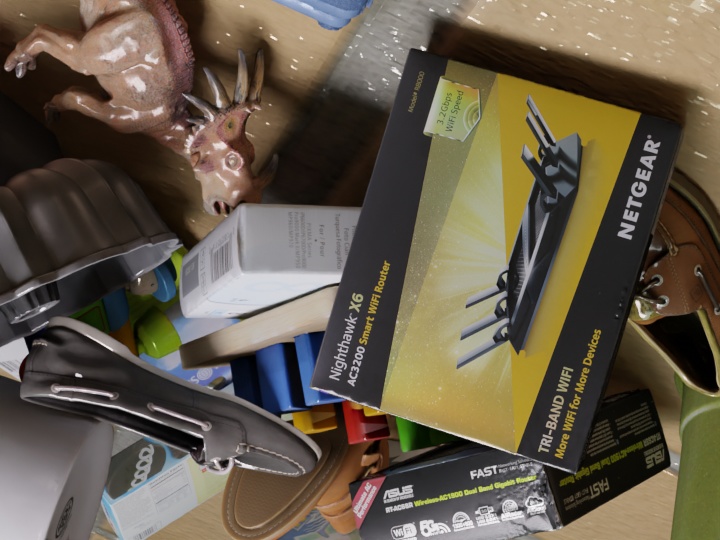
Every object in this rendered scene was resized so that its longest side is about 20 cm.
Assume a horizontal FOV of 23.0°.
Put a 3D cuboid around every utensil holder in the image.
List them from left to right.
[{"bbox_3d":[-0.285,0.139,1.181,0.200,0.170,0.170,17,153,5],"label":"utensil holder"}]

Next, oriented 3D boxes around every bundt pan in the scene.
[{"bbox_3d":[-0.215,-0.007,1.086,0.202,0.202,0.076,-31,84,58],"label":"bundt pan"}]

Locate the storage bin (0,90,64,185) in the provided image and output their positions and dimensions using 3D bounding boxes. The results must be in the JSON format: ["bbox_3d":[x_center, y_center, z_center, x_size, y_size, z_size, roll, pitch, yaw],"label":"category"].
[{"bbox_3d":[-0.293,-0.046,1.196,0.134,0.200,0.146,33,-163,-38],"label":"storage bin"}]

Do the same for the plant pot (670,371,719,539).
[{"bbox_3d":[0.278,0.169,1.160,0.200,0.190,0.200,18,152,10],"label":"plant pot"}]

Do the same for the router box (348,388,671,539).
[{"bbox_3d":[0.107,0.141,1.224,0.150,0.062,0.200,-17,178,31],"label":"router box"}]

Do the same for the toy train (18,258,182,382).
[{"bbox_3d":[-0.179,0.070,1.288,0.085,0.116,0.200,38,150,36],"label":"toy train"}]

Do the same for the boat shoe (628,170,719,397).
[{"bbox_3d":[0.181,0.002,1.060,0.072,0.068,0.200,-7,140,47],"label":"boat shoe"}]

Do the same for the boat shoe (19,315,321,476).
[{"bbox_3d":[-0.125,0.098,1.145,0.200,0.057,0.067,26,156,-6],"label":"boat shoe"}]

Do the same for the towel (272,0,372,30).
[{"bbox_3d":[-0.027,-0.200,0.871,0.112,0.049,0.200,23,154,-2],"label":"towel"}]

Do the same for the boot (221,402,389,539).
[{"bbox_3d":[-0.029,0.163,1.371,0.074,0.200,0.155,24,148,24],"label":"boot"}]

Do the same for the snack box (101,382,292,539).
[{"bbox_3d":[-0.116,0.139,1.414,0.037,0.200,0.116,53,165,21],"label":"snack box"}]

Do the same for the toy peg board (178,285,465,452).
[{"bbox_3d":[0.018,0.070,1.171,0.199,0.098,0.200,-5,170,-34],"label":"toy peg board"}]

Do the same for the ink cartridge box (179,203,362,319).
[{"bbox_3d":[0.000,0.000,1.113,0.200,0.047,0.160,3,168,-17],"label":"ink cartridge box"}]

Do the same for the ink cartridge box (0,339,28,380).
[{"bbox_3d":[-0.296,0.023,1.468,0.200,0.067,0.116,39,149,-30],"label":"ink cartridge box"}]

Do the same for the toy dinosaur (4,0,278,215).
[{"bbox_3d":[-0.125,-0.127,1.047,0.135,0.086,0.200,6,145,30],"label":"toy dinosaur"}]

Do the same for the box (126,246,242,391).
[{"bbox_3d":[-0.169,0.034,1.339,0.200,0.122,0.048,52,-176,-43],"label":"box"}]

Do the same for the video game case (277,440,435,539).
[{"bbox_3d":[-0.004,0.209,1.450,0.182,0.200,0.022,5,126,31],"label":"video game case"}]

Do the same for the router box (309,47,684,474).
[{"bbox_3d":[0.076,-0.006,0.986,0.157,0.200,0.052,16,-178,11],"label":"router box"}]
